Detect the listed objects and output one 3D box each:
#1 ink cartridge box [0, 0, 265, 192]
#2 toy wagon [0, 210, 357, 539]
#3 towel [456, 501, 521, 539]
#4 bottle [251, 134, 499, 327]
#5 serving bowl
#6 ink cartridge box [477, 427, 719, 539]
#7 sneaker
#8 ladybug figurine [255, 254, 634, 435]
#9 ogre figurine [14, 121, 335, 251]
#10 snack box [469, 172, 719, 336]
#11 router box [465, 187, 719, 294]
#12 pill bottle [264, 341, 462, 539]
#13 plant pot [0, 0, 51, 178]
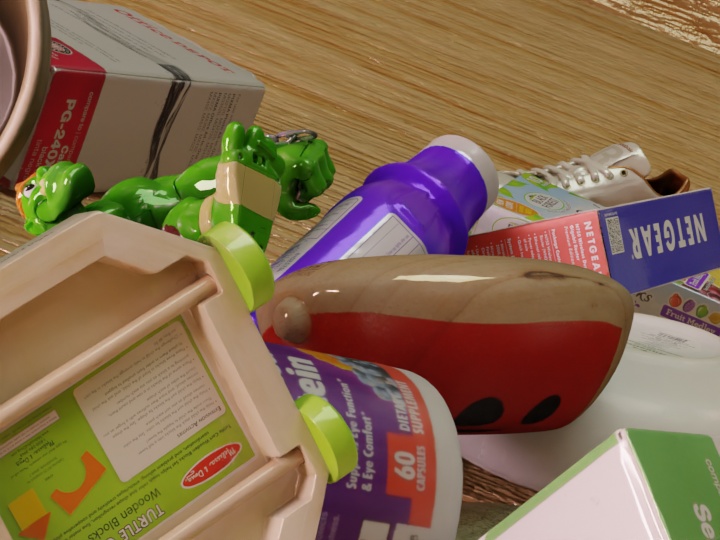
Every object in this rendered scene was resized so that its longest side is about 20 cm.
[{"bbox_3d":[-0.180,-0.112,1.415,0.145,0.084,0.199,30,17,32],"label":"ink cartridge box"},{"bbox_3d":[-0.074,0.084,0.771,0.155,0.201,0.039,-33,15,-27],"label":"toy wagon"},{"bbox_3d":[0.128,0.148,1.020,0.199,0.037,0.148,8,21,-41],"label":"towel"},{"bbox_3d":[0.000,0.000,1.129,0.065,0.084,0.200,45,48,2],"label":"bottle"},{"bbox_3d":[0.139,0.063,1.137,0.199,0.066,0.200,10,12,-2],"label":"serving bowl"},{"bbox_3d":[0.130,0.132,0.840,0.199,0.146,0.085,7,52,-40],"label":"ink cartridge box"},{"bbox_3d":[0.163,-0.066,1.713,0.199,0.085,0.073,9,21,-33],"label":"sneaker"},{"bbox_3d":[0.038,0.035,1.002,0.199,0.073,0.135,4,-10,-40],"label":"ladybug figurine"},{"bbox_3d":[-0.109,-0.005,1.067,0.119,0.201,0.098,-8,-47,40],"label":"ogre figurine"},{"bbox_3d":[0.180,0.001,1.561,0.199,0.053,0.142,24,14,12],"label":"snack box"},{"bbox_3d":[0.092,-0.001,1.285,0.178,0.049,0.200,-12,0,26],"label":"router box"},{"bbox_3d":[-0.071,0.076,0.859,0.199,0.112,0.111,12,17,-29],"label":"pill bottle"},{"bbox_3d":[-0.245,-0.108,1.171,0.199,0.201,0.174,22,-2,4],"label":"plant pot"}]
